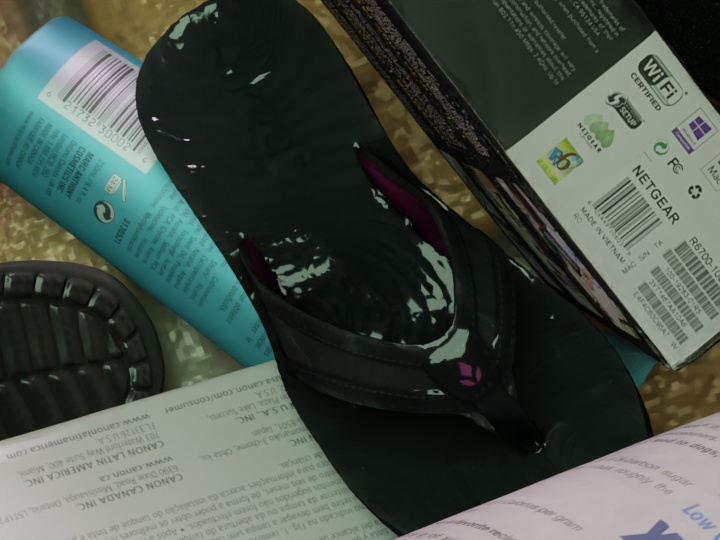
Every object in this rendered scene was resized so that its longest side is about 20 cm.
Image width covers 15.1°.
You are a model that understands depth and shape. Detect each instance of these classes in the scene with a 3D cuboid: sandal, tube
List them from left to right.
[{"bbox_3d":[-0.019,0.001,0.777,0.200,0.050,0.077,35,86,11],"label":"tube"},{"bbox_3d":[-0.001,0.000,0.706,0.075,0.048,0.200,-41,62,1],"label":"sandal"}]

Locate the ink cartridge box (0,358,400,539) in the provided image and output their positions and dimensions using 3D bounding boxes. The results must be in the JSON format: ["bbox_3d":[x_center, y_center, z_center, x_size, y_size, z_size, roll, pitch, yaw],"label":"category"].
[{"bbox_3d":[-0.039,0.125,0.671,0.161,0.050,0.200,-15,59,-26],"label":"ink cartridge box"}]

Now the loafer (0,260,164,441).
[{"bbox_3d":[-0.155,0.045,0.768,0.200,0.071,0.073,-18,99,-15],"label":"loafer"}]

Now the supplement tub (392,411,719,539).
[{"bbox_3d":[0.047,0.112,0.589,0.200,0.132,0.132,-20,70,-28],"label":"supplement tub"}]

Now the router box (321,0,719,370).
[{"bbox_3d":[0.022,-0.075,0.696,0.051,0.149,0.200,-39,101,-2],"label":"router box"}]

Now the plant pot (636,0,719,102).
[{"bbox_3d":[0.153,-0.137,0.697,0.199,0.200,0.177,-35,87,-19],"label":"plant pot"}]
